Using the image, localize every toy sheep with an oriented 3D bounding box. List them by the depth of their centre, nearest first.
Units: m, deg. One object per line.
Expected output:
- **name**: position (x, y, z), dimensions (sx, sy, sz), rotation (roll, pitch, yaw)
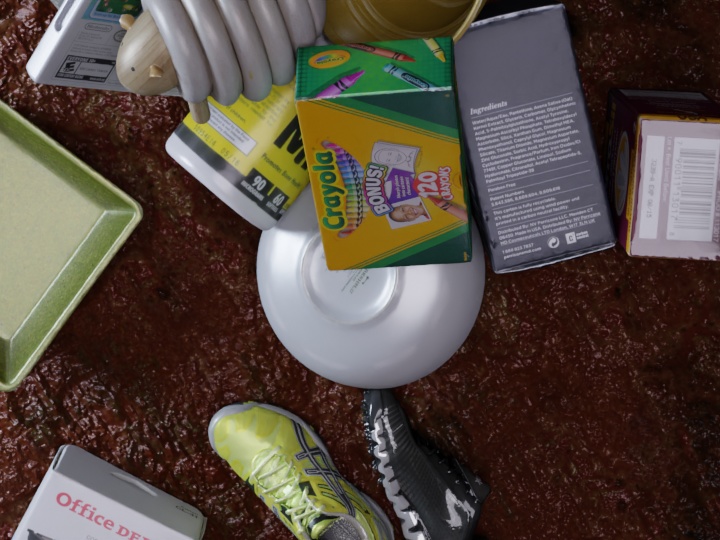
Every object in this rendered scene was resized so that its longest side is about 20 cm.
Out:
- **toy sheep**: position (-0.094, -0.188, 1.588), dimensions (0.199, 0.138, 0.139), rotation (-28, 100, -10)

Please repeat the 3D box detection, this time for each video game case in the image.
- **video game case**: position (-0.144, -0.215, 1.649), dimensions (0.024, 0.199, 0.183), rotation (52, 121, 29)

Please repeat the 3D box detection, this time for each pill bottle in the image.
- **pill bottle**: position (-0.057, -0.143, 1.709), dimensions (0.114, 0.114, 0.200), rotation (39, 92, -8)

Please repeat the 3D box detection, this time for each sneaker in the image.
- **sneaker**: position (-0.047, 0.187, 1.797), dimensions (0.200, 0.076, 0.076), rotation (40, 100, -7)
- **sneaker**: position (0.063, 0.181, 1.805), dimensions (0.090, 0.067, 0.202), rotation (-19, 104, 0)

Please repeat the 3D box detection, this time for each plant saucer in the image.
- **plant saucer**: position (-0.314, -0.035, 1.764), dimensions (0.199, 0.048, 0.200), rotation (37, 98, -7)

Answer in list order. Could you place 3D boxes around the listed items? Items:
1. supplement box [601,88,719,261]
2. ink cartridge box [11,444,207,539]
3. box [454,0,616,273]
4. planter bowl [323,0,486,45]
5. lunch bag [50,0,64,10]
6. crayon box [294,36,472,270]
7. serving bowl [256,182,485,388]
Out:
- **supplement box**: position (0.247, -0.081, 1.685), dimensions (0.085, 0.200, 0.111), rotation (4, 101, -1)
- **ink cartridge box**: position (-0.242, 0.275, 1.807), dimensions (0.147, 0.086, 0.201), rotation (26, 101, -5)
- **box**: position (0.131, -0.115, 1.704), dimensions (0.103, 0.148, 0.202), rotation (-13, 101, 2)
- **planter bowl**: position (0.049, -0.255, 1.610), dimensions (0.199, 0.083, 0.202), rotation (7, 100, 42)
- **lunch bag**: position (-0.219, -0.301, 1.674), dimensions (0.200, 0.139, 0.168), rotation (44, 108, -10)
- **crayon box**: position (0.020, -0.086, 1.604), dimensions (0.118, 0.059, 0.201), rotation (-4, 140, 6)
- **serving bowl**: position (0.000, 0.000, 1.735), dimensions (0.198, 0.066, 0.202), rotation (1, 92, 18)
